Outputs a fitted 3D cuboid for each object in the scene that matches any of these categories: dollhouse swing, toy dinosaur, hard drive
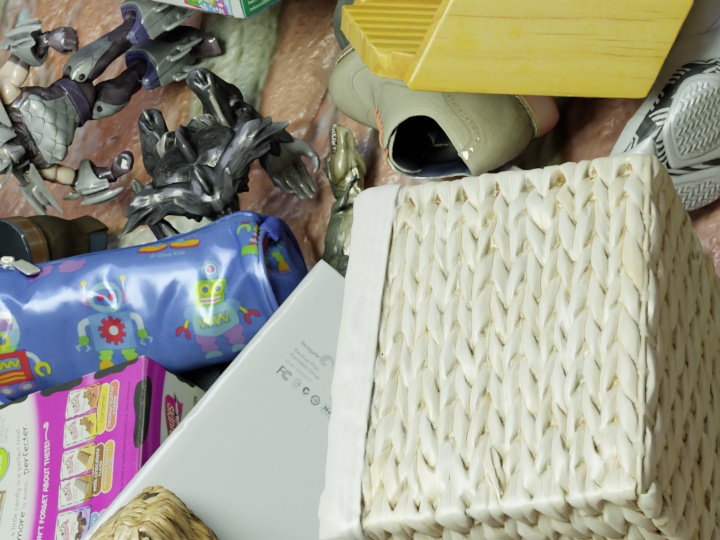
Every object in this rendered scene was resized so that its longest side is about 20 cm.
[{"bbox_3d":[0.092,-0.200,1.344,0.200,0.180,0.177,-115,28,-71],"label":"dollhouse swing"},{"bbox_3d":[0.000,0.000,1.452,0.088,0.047,0.201,-25,47,47],"label":"toy dinosaur"},{"bbox_3d":[-0.037,0.113,1.328,0.200,0.132,0.025,-49,3,-13],"label":"hard drive"}]

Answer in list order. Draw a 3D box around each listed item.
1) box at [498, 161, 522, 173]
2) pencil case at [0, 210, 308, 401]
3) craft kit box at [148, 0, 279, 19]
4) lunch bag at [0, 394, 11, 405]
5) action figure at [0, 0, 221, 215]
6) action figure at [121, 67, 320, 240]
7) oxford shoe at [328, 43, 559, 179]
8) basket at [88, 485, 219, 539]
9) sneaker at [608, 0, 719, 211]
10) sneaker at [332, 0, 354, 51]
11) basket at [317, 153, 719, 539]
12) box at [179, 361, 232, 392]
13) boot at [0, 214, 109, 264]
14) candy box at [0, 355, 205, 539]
[{"bbox_3d":[0.044,0.033,1.394,0.200,0.039,0.041,-53,43,-3],"label":"box"},{"bbox_3d":[-0.128,0.020,1.431,0.199,0.087,0.078,-11,17,13],"label":"pencil case"},{"bbox_3d":[-0.070,-0.230,1.601,0.200,0.049,0.197,-33,30,-34],"label":"craft kit box"},{"bbox_3d":[-0.300,0.046,1.529,0.170,0.200,0.127,-36,5,36],"label":"lunch bag"},{"bbox_3d":[-0.176,-0.118,1.601,0.069,0.131,0.200,17,47,40],"label":"action figure"},{"bbox_3d":[-0.085,-0.054,1.510,0.119,0.102,0.200,-38,20,5],"label":"action figure"},{"bbox_3d":[0.029,-0.095,1.449,0.074,0.071,0.200,-44,25,-19],"label":"oxford shoe"},{"bbox_3d":[-0.084,0.225,1.221,0.143,0.200,0.149,-46,4,2],"label":"basket"},{"bbox_3d":[0.189,-0.120,1.356,0.200,0.075,0.115,-46,41,-1],"label":"sneaker"},{"bbox_3d":[0.068,-0.213,1.522,0.114,0.076,0.200,13,74,43],"label":"sneaker"},{"bbox_3d":[0.094,0.076,1.199,0.160,0.198,0.201,-10,54,22],"label":"basket"},{"bbox_3d":[-0.129,0.122,1.472,0.157,0.051,0.201,-29,47,24],"label":"box"},{"bbox_3d":[-0.226,0.048,1.606,0.075,0.097,0.201,40,119,21],"label":"boot"},{"bbox_3d":[-0.184,0.144,1.420,0.199,0.061,0.137,-18,55,30],"label":"candy box"}]
